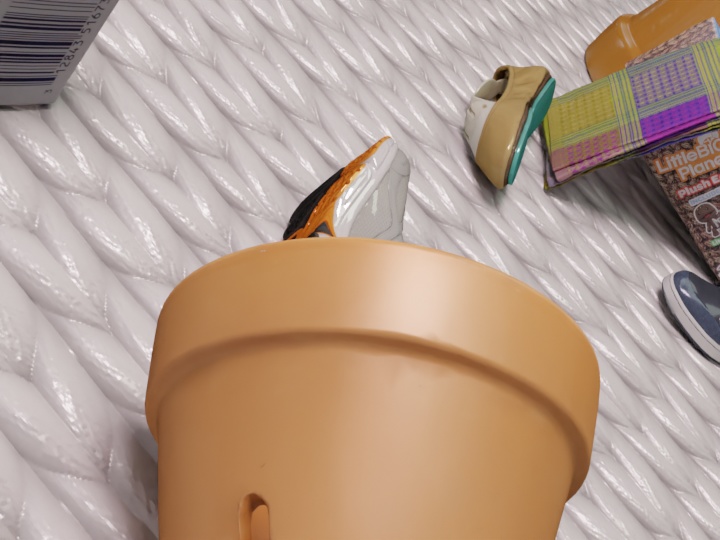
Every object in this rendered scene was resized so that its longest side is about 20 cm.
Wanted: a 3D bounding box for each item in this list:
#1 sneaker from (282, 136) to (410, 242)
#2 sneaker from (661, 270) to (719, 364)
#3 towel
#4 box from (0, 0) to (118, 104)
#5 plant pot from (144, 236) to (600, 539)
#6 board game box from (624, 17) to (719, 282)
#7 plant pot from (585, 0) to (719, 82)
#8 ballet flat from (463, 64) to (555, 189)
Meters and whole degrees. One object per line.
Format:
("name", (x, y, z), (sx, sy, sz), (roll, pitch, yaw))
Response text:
("sneaker", (0.000, 0.000, 0.738), (0.092, 0.075, 0.201), (45, 38, -15))
("sneaker", (0.370, 0.035, 1.054), (0.202, 0.146, 0.077), (36, 34, -12))
("towel", (0.248, -0.141, 1.077), (0.023, 0.198, 0.144), (60, 20, -29))
("box", (-0.200, -0.222, 0.636), (0.104, 0.184, 0.201), (-9, 59, -51))
("plant pot", (-0.001, 0.100, 0.512), (0.199, 0.200, 0.141), (28, 51, -26))
("board game box", (0.345, -0.109, 1.182), (0.201, 0.096, 0.160), (52, 27, -24))
("plant pot", (0.375, -0.231, 1.324), (0.199, 0.183, 0.201), (30, 35, -23))
("ballet flat", (0.116, -0.123, 1.029), (0.062, 0.069, 0.200), (18, 28, 9))
